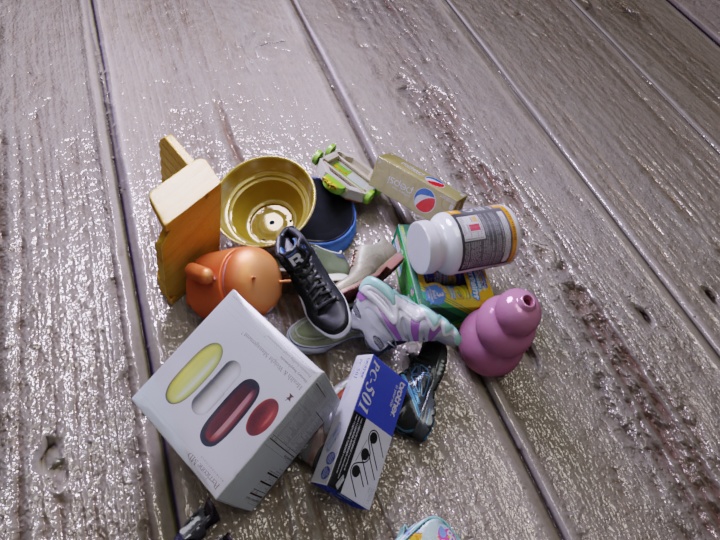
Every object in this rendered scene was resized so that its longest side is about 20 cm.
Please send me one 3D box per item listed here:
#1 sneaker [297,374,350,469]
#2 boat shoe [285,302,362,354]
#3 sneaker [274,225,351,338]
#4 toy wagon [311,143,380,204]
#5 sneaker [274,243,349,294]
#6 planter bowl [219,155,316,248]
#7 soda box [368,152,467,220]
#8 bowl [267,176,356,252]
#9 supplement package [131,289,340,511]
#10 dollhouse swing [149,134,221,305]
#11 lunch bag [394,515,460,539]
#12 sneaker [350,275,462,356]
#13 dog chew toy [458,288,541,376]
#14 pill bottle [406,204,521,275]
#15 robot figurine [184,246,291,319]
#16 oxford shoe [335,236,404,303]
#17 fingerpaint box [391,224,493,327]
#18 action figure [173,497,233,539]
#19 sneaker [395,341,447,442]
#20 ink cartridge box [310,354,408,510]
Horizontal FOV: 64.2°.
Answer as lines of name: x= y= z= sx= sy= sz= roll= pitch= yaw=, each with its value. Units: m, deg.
sneaker: x=-0.031 y=0.235 z=0.920 sx=0.199 sy=0.077 sz=0.083 roll=-40 pitch=90 yaw=-31
boat shoe: x=-0.039 y=0.091 z=1.023 sx=0.195 sy=0.063 sz=0.073 roll=-14 pitch=57 yaw=-25
sneaker: x=-0.089 y=0.014 z=0.942 sx=0.072 sy=0.112 sz=0.202 roll=-33 pitch=59 yaw=1
toy wagon: x=-0.034 y=-0.200 z=1.226 sx=0.154 sy=0.040 sz=0.200 roll=37 pitch=32 yaw=5
sneaker: x=-0.110 y=-0.009 z=1.080 sx=0.194 sy=0.068 sz=0.092 roll=6 pitch=52 yaw=-20
planter bowl: x=-0.174 y=-0.111 z=1.086 sx=0.193 sy=0.084 sz=0.206 roll=-2 pitch=62 yaw=4
soda box: x=0.116 y=-0.167 z=1.185 sx=0.197 sy=0.069 sz=0.064 roll=33 pitch=31 yaw=18
bowl: x=-0.100 y=-0.116 z=1.184 sx=0.194 sy=0.040 sz=0.205 roll=8 pitch=51 yaw=-10
supplement package: x=-0.167 y=0.182 z=0.807 sx=0.189 sy=0.148 sz=0.201 roll=36 pitch=73 yaw=23
dollhouse swing: x=-0.338 y=-0.097 z=0.995 sx=0.173 sy=0.202 sz=0.182 roll=33 pitch=51 yaw=11
lunch bag: x=0.077 y=0.443 z=0.769 sx=0.197 sy=0.078 sz=0.161 roll=-29 pitch=63 yaw=-33
sneaker: x=0.064 y=0.115 z=0.980 sx=0.196 sy=0.078 sz=0.143 roll=29 pitch=91 yaw=7
dog chew toy: x=0.248 y=0.102 z=1.002 sx=0.120 sy=0.202 sz=0.128 roll=7 pitch=56 yaw=-11
pill bottle: x=0.192 y=-0.055 z=1.072 sx=0.194 sy=0.118 sz=0.119 roll=-9 pitch=55 yaw=-22
robot figurine: x=-0.209 y=0.023 z=0.945 sx=0.196 sy=0.146 sz=0.118 roll=-7 pitch=36 yaw=38
oxford shoe: x=0.000 y=0.000 z=1.059 sx=0.074 sy=0.071 sz=0.198 roll=49 pitch=42 yaw=8
fingerpaint box: x=0.160 y=0.008 z=1.138 sx=0.161 sy=0.074 sz=0.205 roll=1 pitch=52 yaw=-16
action figure: x=-0.258 y=0.386 z=0.726 sx=0.198 sy=0.070 sz=0.131 roll=-33 pitch=75 yaw=-29
sneaker: x=0.097 y=0.184 z=0.982 sx=0.080 sy=0.074 sz=0.203 roll=19 pitch=50 yaw=-1
ink cartridge box: x=0.004 y=0.242 z=0.873 sx=0.094 sy=0.044 sz=0.204 roll=39 pitch=57 yaw=-30
